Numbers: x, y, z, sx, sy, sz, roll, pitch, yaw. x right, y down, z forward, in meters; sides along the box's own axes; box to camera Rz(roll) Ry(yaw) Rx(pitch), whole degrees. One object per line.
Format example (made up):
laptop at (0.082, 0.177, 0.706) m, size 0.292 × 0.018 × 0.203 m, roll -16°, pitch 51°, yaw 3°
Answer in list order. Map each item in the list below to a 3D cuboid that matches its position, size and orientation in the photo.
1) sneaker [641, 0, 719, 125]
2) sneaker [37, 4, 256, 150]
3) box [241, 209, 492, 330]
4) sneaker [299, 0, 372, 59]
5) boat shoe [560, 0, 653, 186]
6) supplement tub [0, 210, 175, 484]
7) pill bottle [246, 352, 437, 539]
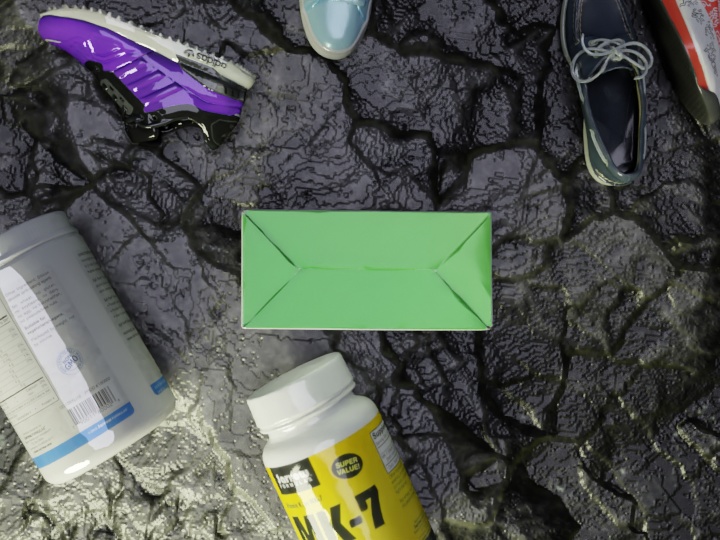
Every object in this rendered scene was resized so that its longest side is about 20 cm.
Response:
sneaker at (0.325, -0.247, 0.879) m, size 0.107 × 0.067 × 0.204 m, roll -24°, pitch 91°, yaw 0°
sneaker at (-0.201, -0.164, 0.847) m, size 0.197 × 0.070 × 0.101 m, roll 19°, pitch 93°, yaw -3°
box at (0.000, 0.000, 0.811) m, size 0.196 × 0.176 × 0.098 m, roll 0°, pitch 92°, yaw -3°
sneaker at (-0.016, -0.296, 0.848) m, size 0.073 × 0.082 × 0.204 m, roll 5°, pitch 91°, yaw -3°
boat shoe at (0.228, -0.180, 0.877) m, size 0.074 × 0.062 × 0.204 m, roll -4°, pitch 92°, yaw -2°
supplement tub at (-0.260, 0.067, 0.819) m, size 0.131 × 0.132 × 0.202 m, roll -30°, pitch 92°, yaw -2°
pill bottle at (-0.018, 0.184, 0.847) m, size 0.113 × 0.114 × 0.202 m, roll -25°, pitch 93°, yaw -2°
